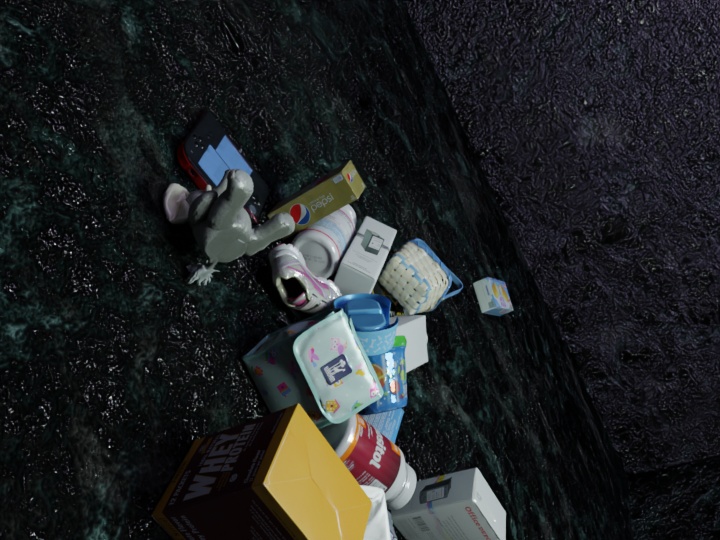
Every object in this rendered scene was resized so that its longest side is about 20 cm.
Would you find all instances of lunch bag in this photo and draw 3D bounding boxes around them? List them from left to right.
[{"bbox_3d":[-0.074,0.169,1.052,0.174,0.197,0.122,63,27,-8],"label":"lunch bag"}]

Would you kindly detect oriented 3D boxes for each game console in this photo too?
[{"bbox_3d":[-0.252,-0.186,1.177,0.201,0.030,0.179,54,30,-27],"label":"game console"}]

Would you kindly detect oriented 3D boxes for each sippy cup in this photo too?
[{"bbox_3d":[0.033,0.202,1.188,0.174,0.139,0.134,-4,78,-35],"label":"sippy cup"}]

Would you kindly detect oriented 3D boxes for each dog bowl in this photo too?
[{"bbox_3d":[0.008,0.097,1.139,0.200,0.108,0.051,-110,-162,-72],"label":"dog bowl"}]

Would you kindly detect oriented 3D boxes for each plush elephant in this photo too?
[{"bbox_3d":[-0.231,-0.093,1.026,0.164,0.200,0.156,32,19,-50],"label":"plush elephant"}]

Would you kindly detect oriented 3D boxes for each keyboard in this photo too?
[{"bbox_3d":[-0.128,0.085,1.216,0.202,0.020,0.128,54,24,-24],"label":"keyboard"}]

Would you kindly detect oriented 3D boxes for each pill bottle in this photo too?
[{"bbox_3d":[-0.072,-0.073,1.342,0.110,0.107,0.201,58,28,-17],"label":"pill bottle"},{"bbox_3d":[0.008,0.340,1.114,0.200,0.112,0.114,43,34,-26],"label":"pill bottle"}]

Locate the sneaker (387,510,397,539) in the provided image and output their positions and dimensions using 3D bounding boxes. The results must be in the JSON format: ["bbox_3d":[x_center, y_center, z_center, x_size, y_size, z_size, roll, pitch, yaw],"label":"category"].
[{"bbox_3d":[0.054,0.508,1.176,0.204,0.073,0.087,67,22,1],"label":"sneaker"}]

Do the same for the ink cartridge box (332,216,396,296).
[{"bbox_3d":[0.000,0.000,1.357,0.082,0.148,0.201,24,36,2],"label":"ink cartridge box"}]

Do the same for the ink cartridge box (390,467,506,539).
[{"bbox_3d":[0.179,0.500,1.272,0.149,0.197,0.086,56,29,-21],"label":"ink cartridge box"}]

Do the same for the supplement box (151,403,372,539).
[{"bbox_3d":[-0.125,0.319,0.836,0.199,0.197,0.134,56,29,-20],"label":"supplement box"}]

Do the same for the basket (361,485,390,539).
[{"bbox_3d":[-0.029,0.461,0.997,0.135,0.121,0.205,29,46,-51],"label":"basket"}]

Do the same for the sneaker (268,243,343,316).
[{"bbox_3d":[-0.106,0.047,1.188,0.200,0.081,0.089,43,30,-26],"label":"sneaker"}]

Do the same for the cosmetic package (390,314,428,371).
[{"bbox_3d":[0.076,0.171,1.409,0.198,0.079,0.116,-9,98,-58],"label":"cosmetic package"}]

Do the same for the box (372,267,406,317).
[{"bbox_3d":[0.064,0.074,1.554,0.199,0.048,0.164,17,57,-58],"label":"box"}]

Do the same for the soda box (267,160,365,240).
[{"bbox_3d":[-0.090,-0.140,1.257,0.065,0.197,0.068,56,28,-16],"label":"soda box"}]

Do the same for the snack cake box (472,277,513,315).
[{"bbox_3d":[0.497,0.100,2.328,0.198,0.066,0.118,12,58,-59],"label":"snack cake box"}]

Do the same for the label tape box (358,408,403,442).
[{"bbox_3d":[0.000,0.269,1.265,0.202,0.065,0.144,54,29,-14],"label":"label tape box"}]

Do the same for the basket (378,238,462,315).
[{"bbox_3d":[0.146,0.008,1.527,0.177,0.140,0.198,46,43,18],"label":"basket"}]
